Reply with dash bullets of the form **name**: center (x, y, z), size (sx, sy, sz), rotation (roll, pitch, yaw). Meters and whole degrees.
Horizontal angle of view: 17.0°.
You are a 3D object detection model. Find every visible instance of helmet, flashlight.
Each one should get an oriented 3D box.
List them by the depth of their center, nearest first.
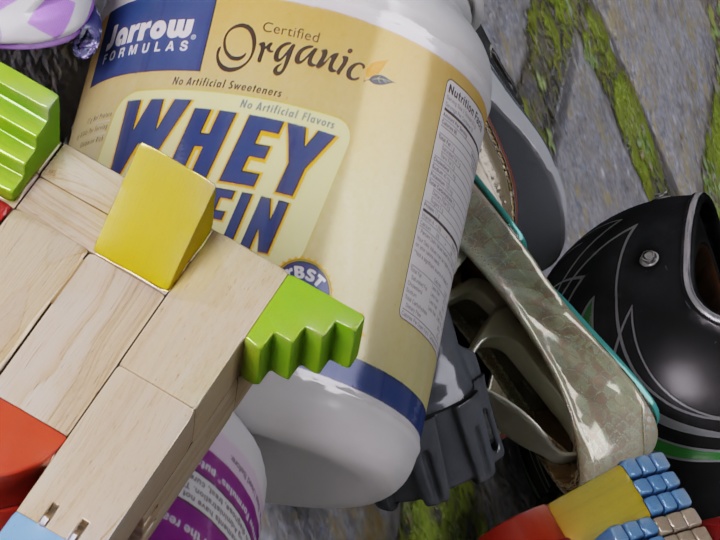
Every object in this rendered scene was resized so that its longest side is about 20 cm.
- **flashlight**: center (0.000, 0.000, 0.987), size (0.068, 0.067, 0.201), rotation (-51, 129, -66)
- **helmet**: center (0.173, 0.067, 1.270), size (0.200, 0.190, 0.200), rotation (-57, 166, -22)

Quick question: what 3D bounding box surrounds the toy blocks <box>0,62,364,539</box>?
- **toy blocks**: center (-0.120, 0.026, 0.672), size (0.137, 0.200, 0.100), rotation (-56, 170, -26)

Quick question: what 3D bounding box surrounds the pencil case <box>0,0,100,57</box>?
- **pencil case**: center (-0.117, -0.163, 0.751), size (0.086, 0.084, 0.201), rotation (-72, 171, -58)

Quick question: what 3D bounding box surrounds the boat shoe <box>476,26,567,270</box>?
- **boat shoe**: center (0.055, -0.087, 1.246), size (0.200, 0.068, 0.057), rotation (60, 27, -29)

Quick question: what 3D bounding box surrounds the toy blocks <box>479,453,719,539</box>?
- **toy blocks**: center (0.090, 0.133, 1.013), size (0.200, 0.137, 0.100), rotation (-8, 60, -42)

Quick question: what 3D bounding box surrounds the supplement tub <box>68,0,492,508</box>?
- **supplement tub**: center (-0.033, -0.029, 0.847), size (0.144, 0.144, 0.201), rotation (39, 59, -55)

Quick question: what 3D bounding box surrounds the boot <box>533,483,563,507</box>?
- **boot**: center (0.111, 0.205, 1.170), size (0.158, 0.211, 0.079), rotation (38, -9, -4)

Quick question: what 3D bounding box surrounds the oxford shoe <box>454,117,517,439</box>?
- **oxford shoe**: center (0.041, -0.013, 1.147), size (0.075, 0.070, 0.201), rotation (-7, 82, -80)

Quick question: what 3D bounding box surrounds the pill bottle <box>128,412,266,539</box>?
- **pill bottle**: center (-0.094, 0.129, 0.707), size (0.112, 0.112, 0.200), rotation (57, 29, -38)

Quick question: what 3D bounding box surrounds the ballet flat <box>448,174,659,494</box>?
- **ballet flat**: center (0.055, 0.016, 1.074), size (0.062, 0.067, 0.200), rotation (-37, 82, -26)
